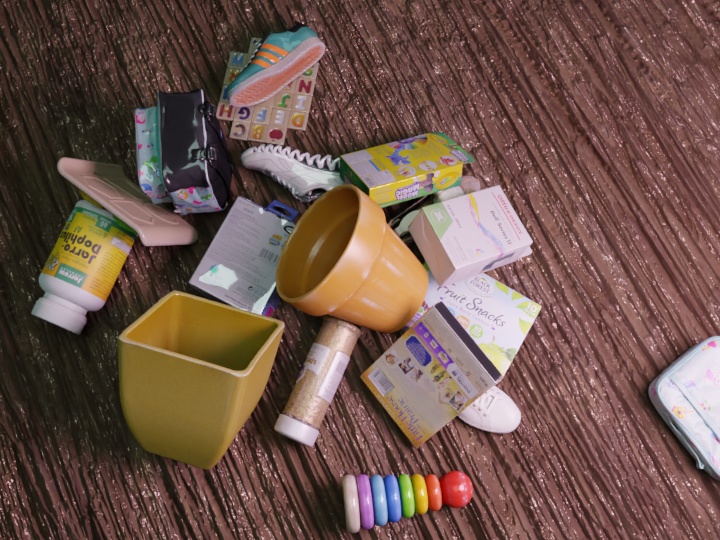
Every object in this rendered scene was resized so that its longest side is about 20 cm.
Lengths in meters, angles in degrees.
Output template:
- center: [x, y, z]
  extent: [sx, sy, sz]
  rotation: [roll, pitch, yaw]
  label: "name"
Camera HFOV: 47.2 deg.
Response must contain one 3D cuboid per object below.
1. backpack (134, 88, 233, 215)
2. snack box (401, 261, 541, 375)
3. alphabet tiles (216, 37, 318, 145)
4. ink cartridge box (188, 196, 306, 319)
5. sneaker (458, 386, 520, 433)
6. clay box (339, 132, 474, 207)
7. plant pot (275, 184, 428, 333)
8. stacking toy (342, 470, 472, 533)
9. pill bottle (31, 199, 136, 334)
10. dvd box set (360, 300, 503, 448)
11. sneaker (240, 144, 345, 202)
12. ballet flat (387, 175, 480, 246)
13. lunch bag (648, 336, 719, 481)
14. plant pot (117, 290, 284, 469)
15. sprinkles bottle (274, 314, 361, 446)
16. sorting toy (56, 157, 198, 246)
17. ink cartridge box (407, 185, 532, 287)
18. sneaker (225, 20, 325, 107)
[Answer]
- center: [-0.282, -0.182, 1.346]
  extent: [0.149, 0.200, 0.180]
  rotation: [-8, 78, 5]
  label: "backpack"
- center: [0.169, 0.072, 1.328]
  extent: [0.199, 0.053, 0.143]
  rotation: [30, 77, 10]
  label: "snack box"
- center: [-0.167, -0.323, 1.476]
  extent: [0.164, 0.006, 0.202]
  rotation: [9, 76, 5]
  label: "alphabet tiles"
- center: [-0.171, -0.028, 1.360]
  extent: [0.135, 0.076, 0.201]
  rotation: [26, 79, 9]
  label: "ink cartridge box"
- center: [0.162, 0.187, 1.282]
  extent: [0.199, 0.085, 0.073]
  rotation: [31, 76, 9]
  label: "sneaker"
- center: [0.078, -0.167, 1.355]
  extent: [0.198, 0.048, 0.115]
  rotation: [-16, 41, -21]
  label: "clay box"
- center: [0.000, 0.000, 1.271]
  extent: [0.183, 0.199, 0.202]
  rotation: [33, 75, -29]
  label: "plant pot"
- center: [0.073, 0.344, 1.249]
  extent: [0.197, 0.085, 0.086]
  rotation: [-5, 74, -3]
  label: "stacking toy"
- center: [-0.455, -0.003, 1.349]
  extent: [0.112, 0.113, 0.202]
  rotation: [21, 77, 8]
  label: "pill bottle"
- center: [0.103, 0.161, 1.246]
  extent: [0.147, 0.200, 0.029]
  rotation: [50, 38, 12]
  label: "dvd box set"
- center: [-0.111, -0.163, 1.400]
  extent: [0.198, 0.075, 0.082]
  rotation: [11, 84, 6]
  label: "sneaker"
- center: [0.121, -0.099, 1.369]
  extent: [0.199, 0.067, 0.068]
  rotation: [-37, 78, -7]
  label: "ballet flat"
- center: [0.551, 0.217, 1.257]
  extent: [0.160, 0.077, 0.201]
  rotation: [-36, 76, -7]
  label: "lunch bag"
- center: [-0.246, 0.176, 1.244]
  extent: [0.192, 0.196, 0.202]
  rotation: [15, 112, 7]
  label: "plant pot"
- center: [-0.066, 0.174, 1.305]
  extent: [0.068, 0.068, 0.202]
  rotation: [22, 76, 9]
  label: "sprinkles bottle"
- center: [-0.378, -0.105, 1.343]
  extent: [0.200, 0.185, 0.037]
  rotation: [40, 102, 11]
  label: "sorting toy"
- center: [0.191, -0.062, 1.316]
  extent: [0.198, 0.067, 0.118]
  rotation: [-18, 70, -28]
  label: "ink cartridge box"
- center: [-0.162, -0.365, 1.452]
  extent: [0.199, 0.072, 0.080]
  rotation: [-35, 71, -12]
  label: "sneaker"
